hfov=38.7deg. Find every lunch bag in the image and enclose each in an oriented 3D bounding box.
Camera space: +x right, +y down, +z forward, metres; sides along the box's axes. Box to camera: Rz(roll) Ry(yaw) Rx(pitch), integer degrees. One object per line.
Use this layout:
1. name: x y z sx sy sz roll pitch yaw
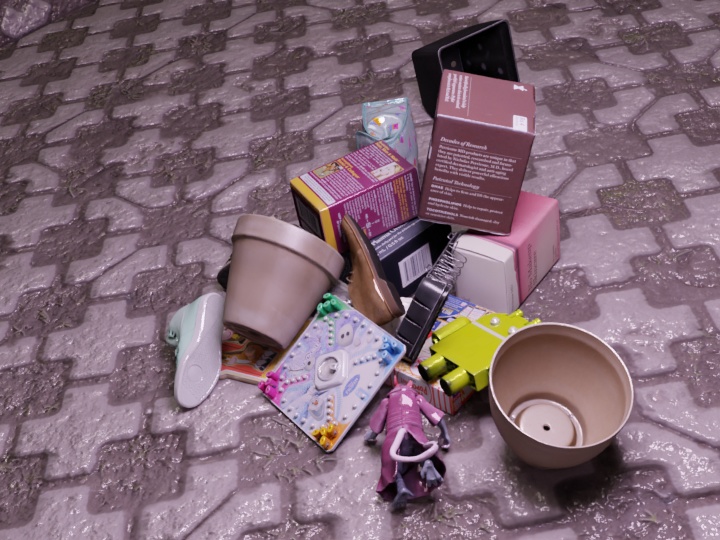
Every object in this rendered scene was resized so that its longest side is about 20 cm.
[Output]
1. lunch bag: 0.057 -0.231 2.076 0.119 0.173 0.201 -6 32 5

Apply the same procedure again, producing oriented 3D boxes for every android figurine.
1. android figurine: 0.189 0.120 1.575 0.198 0.042 0.181 -28 28 -19

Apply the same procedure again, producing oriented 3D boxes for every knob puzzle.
1. knob puzzle: -0.197 0.115 1.795 0.215 0.031 0.221 -8 36 6

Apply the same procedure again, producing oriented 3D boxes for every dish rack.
1. dish rack: 0.119 0.035 1.640 0.054 0.155 0.200 29 37 7

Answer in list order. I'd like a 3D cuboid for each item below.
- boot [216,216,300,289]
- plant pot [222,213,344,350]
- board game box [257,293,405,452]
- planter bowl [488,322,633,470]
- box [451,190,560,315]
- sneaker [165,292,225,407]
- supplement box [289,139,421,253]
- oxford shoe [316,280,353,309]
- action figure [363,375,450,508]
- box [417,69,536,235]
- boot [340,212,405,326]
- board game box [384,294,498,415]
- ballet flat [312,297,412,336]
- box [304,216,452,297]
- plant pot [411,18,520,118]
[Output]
1. boot: -0.180 -0.055 1.949 0.199 0.073 0.152 -34 23 25
2. plant pot: -0.145 0.030 1.717 0.197 0.200 0.176 12 73 30
3. board game box: -0.051 0.154 1.623 0.199 0.026 0.201 33 83 44
4. planter bowl: 0.269 0.195 1.442 0.196 0.136 0.203 2 50 -2
5. box: 0.256 -0.032 1.785 0.107 0.130 0.200 17 45 32
6. sneaker: -0.292 0.145 1.750 0.117 0.073 0.204 -21 49 45
7. supplement box: -0.007 -0.129 1.812 0.197 0.105 0.131 -25 38 -16
8. oxford shoe: -0.074 0.038 1.837 0.198 0.076 0.058 26 70 41
9. action figure: 0.056 0.229 1.478 0.131 0.150 0.203 -13 48 8
10. box: 0.194 -0.197 1.717 0.161 0.203 0.167 10 37 2
11. boot: 0.000 0.000 1.697 0.075 0.073 0.203 -29 69 15
12. board game box: 0.145 0.130 1.663 0.150 0.047 0.199 21 46 36
13. ballet flat: 0.008 0.094 1.731 0.196 0.073 0.072 -10 34 16
14. box: 0.035 -0.044 1.875 0.195 0.119 0.199 -33 40 -28
15. plant pot: 0.227 -0.446 2.322 0.198 0.203 0.177 -27 27 -21
